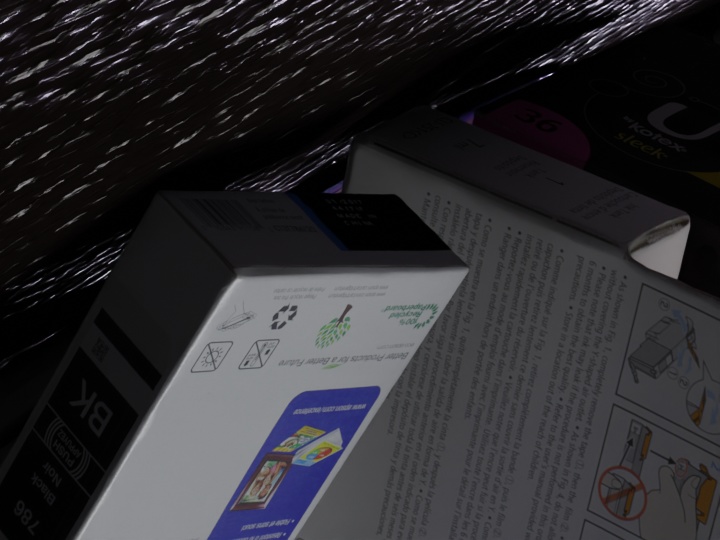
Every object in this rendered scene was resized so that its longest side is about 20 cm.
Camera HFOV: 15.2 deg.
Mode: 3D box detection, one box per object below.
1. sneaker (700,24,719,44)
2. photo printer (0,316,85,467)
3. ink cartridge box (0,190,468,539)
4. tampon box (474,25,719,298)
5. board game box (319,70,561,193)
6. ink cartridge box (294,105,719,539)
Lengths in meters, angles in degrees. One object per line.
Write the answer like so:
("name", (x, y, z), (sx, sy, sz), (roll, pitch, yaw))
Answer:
("sneaker", (0.148, -0.073, 1.030), (0.087, 0.075, 0.200), (-47, 175, 27))
("photo printer", (-0.085, 0.097, 0.847), (0.166, 0.069, 0.200), (-36, 149, -15))
("ink cartridge box", (-0.057, 0.066, 0.731), (0.099, 0.039, 0.200), (-1, 128, -53))
("tampon box", (0.105, 0.051, 0.858), (0.126, 0.150, 0.201), (-28, 138, -51))
("board game box", (0.000, 0.000, 0.922), (0.200, 0.039, 0.158), (-35, 174, 42))
("ink cartridge box", (0.060, 0.077, 0.779), (0.045, 0.176, 0.201), (-26, 134, -52))
